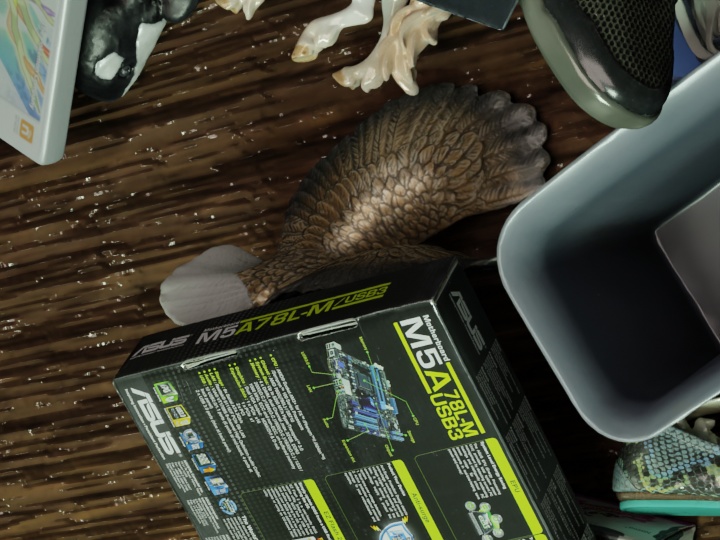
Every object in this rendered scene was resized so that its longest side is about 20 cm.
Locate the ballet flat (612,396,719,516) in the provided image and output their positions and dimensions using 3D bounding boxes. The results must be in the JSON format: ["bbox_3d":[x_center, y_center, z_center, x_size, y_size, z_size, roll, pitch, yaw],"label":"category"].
[{"bbox_3d":[0.216,0.093,1.111,0.198,0.074,0.075,4,97,28],"label":"ballet flat"}]

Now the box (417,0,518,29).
[{"bbox_3d":[0.024,-0.227,1.043,0.149,0.106,0.200,-64,25,20],"label":"box"}]

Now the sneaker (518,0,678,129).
[{"bbox_3d":[0.127,-0.167,1.018,0.114,0.076,0.201,-32,47,46],"label":"sneaker"}]

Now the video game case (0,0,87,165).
[{"bbox_3d":[-0.224,-0.187,1.302,0.182,0.022,0.201,32,125,28],"label":"video game case"}]

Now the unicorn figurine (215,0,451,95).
[{"bbox_3d":[-0.022,-0.189,1.229,0.199,0.074,0.138,33,102,9],"label":"unicorn figurine"}]

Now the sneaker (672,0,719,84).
[{"bbox_3d":[0.182,-0.141,1.056,0.199,0.146,0.081,-23,84,31],"label":"sneaker"}]

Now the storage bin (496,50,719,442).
[{"bbox_3d":[0.192,-0.015,1.071,0.200,0.134,0.146,-38,76,30],"label":"storage bin"}]

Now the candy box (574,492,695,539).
[{"bbox_3d":[0.093,0.218,1.200,0.135,0.061,0.202,13,103,31],"label":"candy box"}]

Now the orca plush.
[{"bbox_3d":[-0.138,-0.192,1.292,0.105,0.071,0.201,39,114,22],"label":"orca plush"}]

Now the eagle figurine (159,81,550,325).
[{"bbox_3d":[0.006,0.000,1.196,0.152,0.150,0.200,54,131,25],"label":"eagle figurine"}]

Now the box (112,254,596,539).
[{"bbox_3d":[0.002,0.105,1.131,0.192,0.048,0.201,-16,114,28],"label":"box"}]
